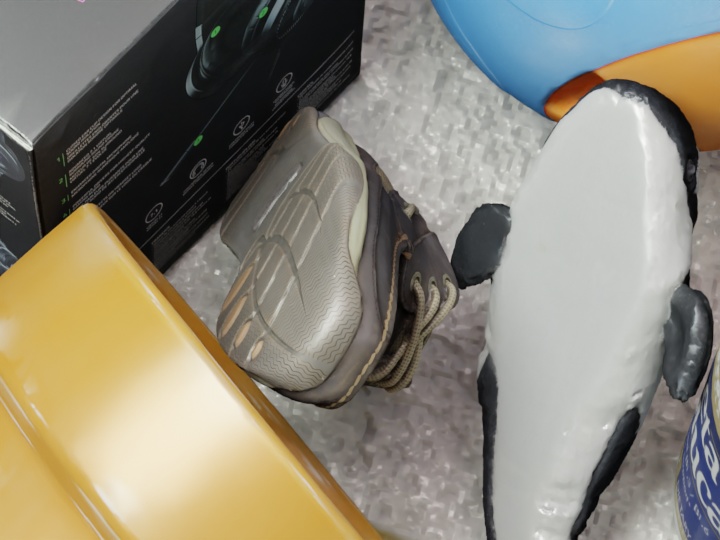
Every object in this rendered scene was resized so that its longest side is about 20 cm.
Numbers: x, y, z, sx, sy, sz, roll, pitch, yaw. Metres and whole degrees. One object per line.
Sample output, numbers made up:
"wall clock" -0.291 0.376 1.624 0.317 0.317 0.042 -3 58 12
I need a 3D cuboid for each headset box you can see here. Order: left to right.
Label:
"headset box" -0.083 -0.085 0.999 0.093 0.200 0.174 38 70 14

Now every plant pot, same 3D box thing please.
"plant pot" -0.091 0.113 0.925 0.183 0.200 0.200 -40 72 -2

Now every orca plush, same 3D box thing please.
"orca plush" 0.091 0.032 1.002 0.105 0.071 0.201 4 99 39

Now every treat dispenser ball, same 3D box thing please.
"treat dispenser ball" 0.113 -0.142 1.032 0.199 0.201 0.202 1 65 -2

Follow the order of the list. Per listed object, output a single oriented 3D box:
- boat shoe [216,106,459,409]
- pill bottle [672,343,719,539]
"boat shoe" 0.000 0.000 0.981 0.073 0.200 0.075 34 105 -13
"pill bottle" 0.168 0.045 0.948 0.110 0.200 0.112 1 65 -2
